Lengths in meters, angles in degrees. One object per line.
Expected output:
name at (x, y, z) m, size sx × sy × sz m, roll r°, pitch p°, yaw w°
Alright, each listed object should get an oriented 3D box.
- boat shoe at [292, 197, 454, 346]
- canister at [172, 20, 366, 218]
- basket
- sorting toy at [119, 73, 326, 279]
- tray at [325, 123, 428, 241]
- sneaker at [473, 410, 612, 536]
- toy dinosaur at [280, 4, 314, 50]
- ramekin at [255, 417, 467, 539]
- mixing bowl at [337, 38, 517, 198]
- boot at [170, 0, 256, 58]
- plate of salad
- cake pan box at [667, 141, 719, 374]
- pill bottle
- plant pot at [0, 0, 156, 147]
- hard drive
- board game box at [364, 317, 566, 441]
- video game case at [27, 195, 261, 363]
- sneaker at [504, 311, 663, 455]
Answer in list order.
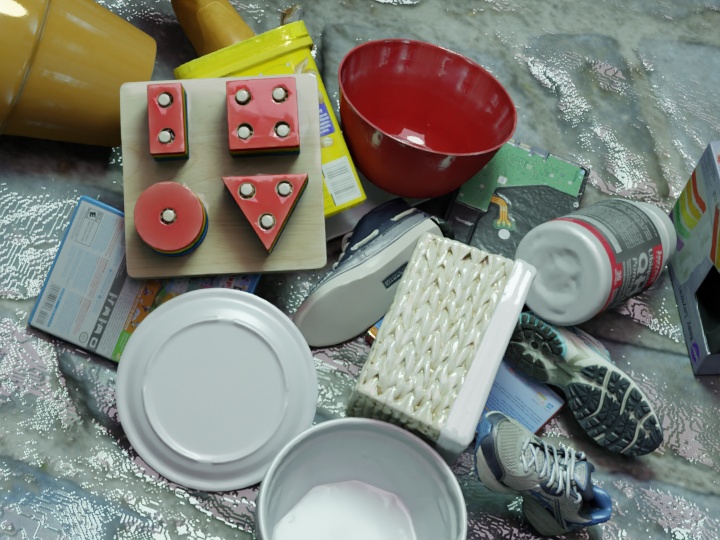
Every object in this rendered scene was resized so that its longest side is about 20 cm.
boat shoe at (0.000, 0.000, 1.722) m, size 0.200 × 0.075 × 0.093 m, roll -33°, pitch 37°, yaw -12°
canister at (-0.092, -0.141, 1.693) m, size 0.148 × 0.087 × 0.200 m, roll -21°, pitch 93°, yaw 2°
basket at (0.076, 0.077, 1.606) m, size 0.123 × 0.136 × 0.200 m, roll 23°, pitch 72°, yaw 1°
sorting toy at (-0.138, -0.097, 1.601) m, size 0.200 × 0.070 × 0.199 m, roll -3°, pitch 84°, yaw -1°
tray at (-0.007, -0.093, 1.793) m, size 0.200 × 0.022 × 0.107 m, roll -22°, pitch 66°, yaw -23°
sneaker at (0.182, 0.192, 1.562) m, size 0.085 × 0.200 × 0.077 m, roll -7°, pitch 57°, yaw 36°
toy dinosaur at (-0.107, -0.216, 1.836) m, size 0.106 × 0.060 × 0.200 m, roll 16°, pitch 57°, yaw 36°
ramekin at (-0.007, 0.252, 1.541) m, size 0.200 × 0.105 × 0.200 m, roll 6°, pitch 58°, yaw -9°
mixing bowl at (0.058, -0.150, 1.749) m, size 0.200 × 0.108 × 0.200 m, roll 12°, pitch 40°, yaw -10°
boot at (-0.164, -0.272, 1.765) m, size 0.071 × 0.144 × 0.201 m, roll -34°, pitch 48°, yaw -6°
plate of salad at (-0.142, 0.118, 1.602) m, size 0.200 × 0.048 × 0.200 m, roll 0°, pitch 89°, yaw -1°
cake pan box at (0.388, -0.008, 1.732) m, size 0.052 × 0.184 × 0.200 m, roll -3°, pitch 61°, yaw -8°
pill bottle at (0.257, -0.016, 1.722) m, size 0.111 × 0.111 × 0.200 m, roll 48°, pitch 35°, yaw 16°
plant pot at (-0.324, -0.218, 1.714) m, size 0.183 × 0.200 × 0.200 m, roll 18°, pitch 56°, yaw -20°
hard drive at (0.164, -0.055, 1.798) m, size 0.140 × 0.038 × 0.200 m, roll 21°, pitch 59°, yaw 1°
board game box at (0.110, 0.105, 1.702) m, size 0.200 × 0.019 × 0.103 m, roll 43°, pitch 59°, yaw 14°
video game case at (-0.218, 0.027, 1.639) m, size 0.200 × 0.018 × 0.143 m, roll 23°, pitch 89°, yaw 2°
sneaker at (0.247, 0.108, 1.693) m, size 0.200 × 0.078 × 0.086 m, roll 44°, pitch 31°, yaw 16°
